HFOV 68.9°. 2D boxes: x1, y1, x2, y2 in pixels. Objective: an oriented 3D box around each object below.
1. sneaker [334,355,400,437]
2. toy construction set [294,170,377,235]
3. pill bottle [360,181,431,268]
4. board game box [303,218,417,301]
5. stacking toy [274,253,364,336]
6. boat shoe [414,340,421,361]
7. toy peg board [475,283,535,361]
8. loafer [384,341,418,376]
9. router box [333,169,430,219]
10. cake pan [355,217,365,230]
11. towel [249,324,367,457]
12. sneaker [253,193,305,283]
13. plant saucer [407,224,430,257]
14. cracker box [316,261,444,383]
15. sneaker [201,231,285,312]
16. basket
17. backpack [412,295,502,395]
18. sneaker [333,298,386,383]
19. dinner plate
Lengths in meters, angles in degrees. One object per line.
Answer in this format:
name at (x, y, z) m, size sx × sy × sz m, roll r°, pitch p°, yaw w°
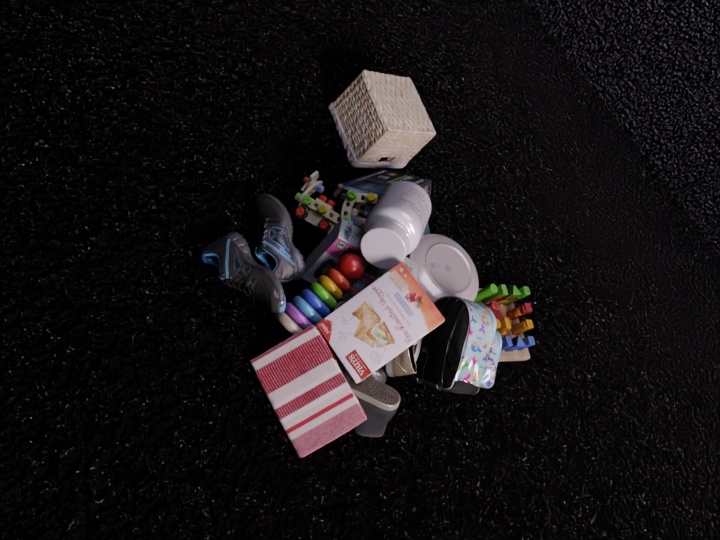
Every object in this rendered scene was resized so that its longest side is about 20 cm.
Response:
sneaker at (-0.030, 0.247, 1.021) m, size 0.200 × 0.106 × 0.075 m, roll 27°, pitch 29°, yaw 15°
toy construction set at (-0.068, -0.150, 1.168) m, size 0.200 × 0.131 × 0.092 m, roll 31°, pitch -1°, yaw 27°
pill bottle at (0.071, -0.091, 1.055) m, size 0.114 × 0.114 × 0.200 m, roll 42°, pitch 35°, yaw -10°
board game box at (0.000, 0.000, 1.122) m, size 0.200 × 0.148 × 0.064 m, roll 28°, pitch 40°, yaw -20°
stacking toy at (-0.071, 0.044, 1.026) m, size 0.085 × 0.085 × 0.200 m, roll 44°, pitch 84°, yaw -8°
boat shoe at (0.102, 0.114, 1.187) m, size 0.066 × 0.074 × 0.200 m, roll 30°, pitch 61°, yaw -27°
toy peg board at (0.374, 0.127, 1.367) m, size 0.200 × 0.098 × 0.199 m, roll 5°, pitch 63°, yaw -34°
loafer at (0.097, 0.124, 1.084) m, size 0.075 × 0.070 × 0.200 m, roll -20°, pitch 115°, yaw -68°
router box at (0.054, -0.183, 1.269) m, size 0.150 × 0.062 × 0.200 m, roll 22°, pitch 34°, yaw 34°
cake pan at (0.047, -0.084, 1.213) m, size 0.200 × 0.037 × 0.200 m, roll 0°, pitch 34°, yaw 0°
towel at (-0.096, 0.219, 0.961) m, size 0.144 × 0.023 × 0.200 m, roll -30°, pitch 82°, yaw 0°
sneaker at (-0.182, -0.068, 1.080) m, size 0.082 × 0.073 × 0.200 m, roll -13°, pitch 73°, yaw -40°
plant saucer at (0.111, -0.115, 1.350) m, size 0.200 × 0.036 × 0.200 m, roll 18°, pitch 56°, yaw -29°
cracker box at (0.038, 0.097, 0.974) m, size 0.134 × 0.200 × 0.058 m, roll 54°, pitch 3°, yaw 11°
sneaker at (-0.218, 0.016, 0.986) m, size 0.082 × 0.073 × 0.200 m, roll -30°, pitch 61°, yaw -33°
basket at (0.059, -0.392, 1.386) m, size 0.198 × 0.161 × 0.200 m, roll -9°, pitch 73°, yaw -40°
backpack at (0.213, 0.159, 1.142) m, size 0.150 × 0.178 × 0.200 m, roll 12°, pitch 85°, yaw -25°
sneaker at (0.011, 0.143, 1.091) m, size 0.066 × 0.090 × 0.200 m, roll -12°, pitch 73°, yaw -39°
dinner plate at (0.207, -0.002, 1.254) m, size 0.200 × 0.024 × 0.200 m, roll 13°, pitch 60°, yaw -23°
